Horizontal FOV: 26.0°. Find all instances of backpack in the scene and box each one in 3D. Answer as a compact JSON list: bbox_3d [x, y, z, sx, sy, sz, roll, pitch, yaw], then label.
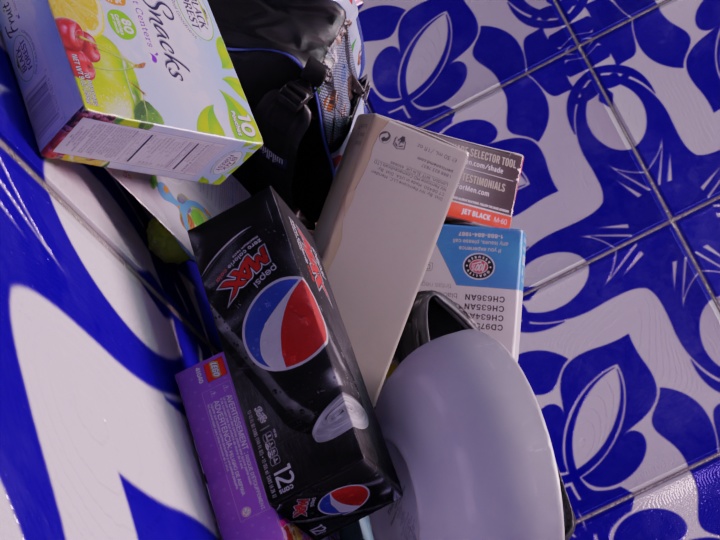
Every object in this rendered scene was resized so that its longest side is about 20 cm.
[{"bbox_3d":[-0.080,-0.126,1.143,0.155,0.198,0.192,-57,152,-36],"label":"backpack"}]

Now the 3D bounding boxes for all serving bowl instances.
[{"bbox_3d":[0.048,0.139,0.937,0.200,0.065,0.203,174,-90,-69],"label":"serving bowl"}]

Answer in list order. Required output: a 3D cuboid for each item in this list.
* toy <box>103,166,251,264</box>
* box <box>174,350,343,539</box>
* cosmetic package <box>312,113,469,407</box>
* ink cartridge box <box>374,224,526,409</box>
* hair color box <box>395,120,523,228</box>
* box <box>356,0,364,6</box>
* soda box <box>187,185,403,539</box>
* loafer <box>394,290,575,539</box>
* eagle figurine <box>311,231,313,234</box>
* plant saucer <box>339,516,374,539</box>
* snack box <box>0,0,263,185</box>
[{"bbox_3d":[-0.125,-0.046,1.041,0.200,0.047,0.116,52,25,-35],"label":"toy"},{"bbox_3d":[-0.044,0.153,0.982,0.200,0.039,0.138,54,13,-57],"label":"box"},{"bbox_3d":[0.000,0.000,1.060,0.072,0.202,0.104,21,1,-8],"label":"cosmetic package"},{"bbox_3d":[0.048,0.069,1.194,0.145,0.145,0.203,28,66,-84],"label":"ink cartridge box"},{"bbox_3d":[0.035,-0.067,1.246,0.200,0.110,0.065,173,-71,-70],"label":"hair color box"},{"bbox_3d":[-0.098,-0.220,1.296,0.199,0.095,0.101,-20,-82,57],"label":"box"},{"bbox_3d":[-0.041,0.053,0.935,0.071,0.063,0.202,50,16,-55],"label":"soda box"},{"bbox_3d":[0.086,0.104,1.075,0.202,0.068,0.070,58,-20,5],"label":"loafer"},{"bbox_3d":[-0.025,-0.038,1.493,0.200,0.150,0.153,60,26,-71],"label":"eagle figurine"},{"bbox_3d":[0.006,0.185,1.006,0.201,0.019,0.070,-105,168,-53],"label":"plant saucer"},{"bbox_3d":[-0.155,-0.154,0.968,0.141,0.053,0.202,7,52,-48],"label":"snack box"}]
